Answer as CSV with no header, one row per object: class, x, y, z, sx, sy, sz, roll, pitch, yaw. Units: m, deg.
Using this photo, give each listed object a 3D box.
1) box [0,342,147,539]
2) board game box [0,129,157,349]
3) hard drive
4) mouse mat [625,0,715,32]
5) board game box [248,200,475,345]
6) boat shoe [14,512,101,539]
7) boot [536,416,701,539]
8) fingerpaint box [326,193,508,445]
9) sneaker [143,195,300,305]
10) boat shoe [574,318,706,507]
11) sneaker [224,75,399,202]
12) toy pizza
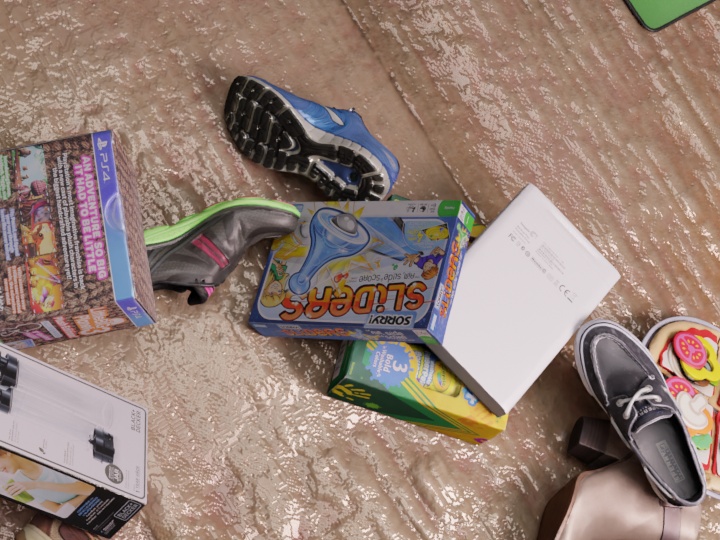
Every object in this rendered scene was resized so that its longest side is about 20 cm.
box,-0.281,0.138,1.304,0.200,0.060,0.117,28,33,-30
board game box,-0.298,-0.020,1.362,0.200,0.097,0.160,-10,74,0
hard drive,0.149,0.026,1.472,0.132,0.027,0.200,46,62,-4
mouse mat,0.363,-0.375,1.766,0.200,0.008,0.161,-28,82,-24
board game box,0.000,0.000,1.441,0.200,0.034,0.136,0,63,31
boat shoe,-0.206,0.272,1.337,0.200,0.072,0.072,37,67,5
boot,0.259,0.238,1.489,0.146,0.070,0.200,26,67,-9
fingerpaint box,0.076,0.048,1.495,0.167,0.073,0.200,20,67,-10
sneaker,-0.149,-0.013,1.454,0.200,0.077,0.084,-21,84,-10
boat shoe,0.269,0.135,1.448,0.072,0.068,0.200,-26,85,1
sneaker,-0.048,-0.132,1.528,0.200,0.079,0.089,34,28,11
toy pizza,0.360,0.135,1.541,0.200,0.032,0.201,18,56,-28
